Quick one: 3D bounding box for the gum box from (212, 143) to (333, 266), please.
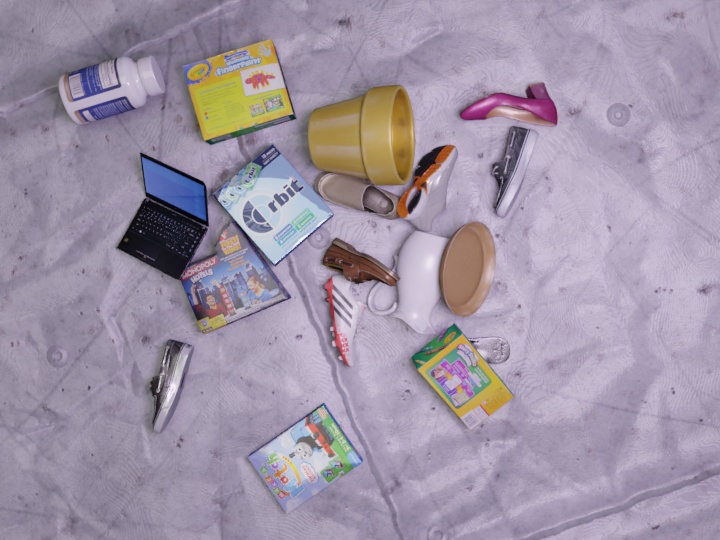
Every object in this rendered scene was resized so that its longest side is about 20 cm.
[{"bbox_3d":[-0.185,-0.139,1.713,0.170,0.045,0.200,-41,88,-6],"label":"gum box"}]

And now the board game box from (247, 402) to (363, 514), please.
[{"bbox_3d":[-0.119,0.406,1.732,0.200,0.037,0.151,-35,89,3],"label":"board game box"}]

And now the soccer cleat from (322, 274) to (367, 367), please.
[{"bbox_3d":[-0.023,0.105,1.710,0.085,0.069,0.201,-12,86,7],"label":"soccer cleat"}]

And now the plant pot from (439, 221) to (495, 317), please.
[{"bbox_3d":[0.217,-0.004,1.654,0.027,0.200,0.201,11,91,38],"label":"plant pot"}]

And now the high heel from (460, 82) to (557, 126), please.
[{"bbox_3d":[0.315,-0.326,1.686,0.200,0.067,0.096,-18,79,-1],"label":"high heel"}]

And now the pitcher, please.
[{"bbox_3d":[0.107,0.016,1.686,0.171,0.121,0.201,17,95,25],"label":"pitcher"}]

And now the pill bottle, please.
[{"bbox_3d":[-0.525,-0.389,1.704,0.200,0.111,0.111,-16,90,3],"label":"pill bottle"}]

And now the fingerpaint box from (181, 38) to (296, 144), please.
[{"bbox_3d":[-0.256,-0.379,1.711,0.200,0.073,0.167,-17,91,2],"label":"fingerpaint box"}]

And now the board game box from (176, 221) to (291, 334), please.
[{"bbox_3d":[-0.280,0.006,1.722,0.200,0.062,0.200,-22,88,4],"label":"board game box"}]

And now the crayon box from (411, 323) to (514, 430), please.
[{"bbox_3d":[0.214,0.222,1.668,0.119,0.058,0.200,-38,111,5],"label":"crayon box"}]

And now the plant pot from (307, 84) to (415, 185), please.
[{"bbox_3d":[0.000,-0.274,1.650,0.188,0.201,0.201,1,91,17],"label":"plant pot"}]

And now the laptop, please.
[{"bbox_3d":[-0.420,-0.112,1.683,0.177,0.103,0.200,25,83,20],"label":"laptop"}]

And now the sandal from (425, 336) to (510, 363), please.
[{"bbox_3d":[0.219,0.175,1.710,0.200,0.043,0.076,-11,90,3],"label":"sandal"}]

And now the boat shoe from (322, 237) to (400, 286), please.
[{"bbox_3d":[0.000,0.000,1.667,0.200,0.072,0.068,28,80,45],"label":"boat shoe"}]

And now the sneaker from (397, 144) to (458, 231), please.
[{"bbox_3d":[0.156,-0.174,1.704,0.092,0.076,0.200,42,74,-36],"label":"sneaker"}]

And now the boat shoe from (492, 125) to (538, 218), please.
[{"bbox_3d":[0.313,-0.210,1.697,0.071,0.072,0.200,19,81,11],"label":"boat shoe"}]

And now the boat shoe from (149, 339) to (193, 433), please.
[{"bbox_3d":[-0.420,0.249,1.731,0.064,0.071,0.200,17,83,2],"label":"boat shoe"}]

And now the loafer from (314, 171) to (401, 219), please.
[{"bbox_3d":[-0.001,-0.163,1.704,0.200,0.068,0.076,17,91,2],"label":"loafer"}]
